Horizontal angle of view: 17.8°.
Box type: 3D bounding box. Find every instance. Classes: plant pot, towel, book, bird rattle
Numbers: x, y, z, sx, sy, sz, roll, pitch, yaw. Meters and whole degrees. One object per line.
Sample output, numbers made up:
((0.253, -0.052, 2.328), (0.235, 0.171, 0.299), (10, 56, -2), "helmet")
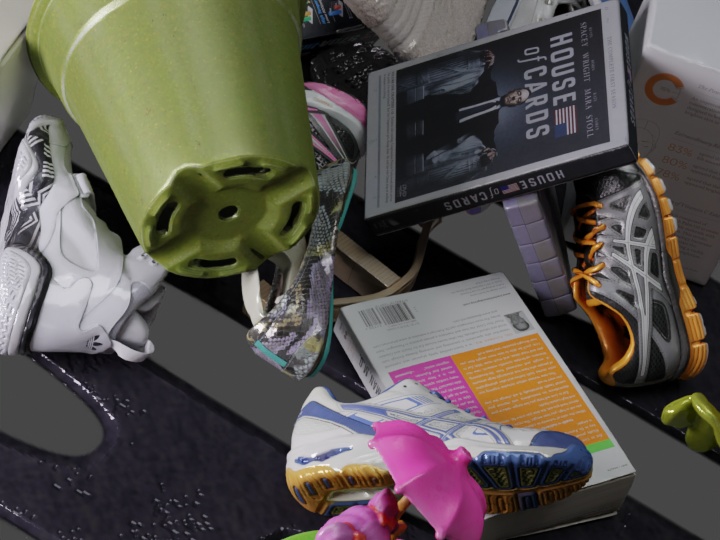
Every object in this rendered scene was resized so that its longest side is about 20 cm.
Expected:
((-0.109, -0.102, 1.550), (0.200, 0.200, 0.190), (-2, 51, -23), "plant pot")
((0.049, -0.234, 1.864), (0.133, 0.034, 0.200), (45, 35, -21), "towel")
((0.083, 0.092, 1.595), (0.133, 0.048, 0.200), (-11, 51, -25), "book")
((0.324, 0.097, 1.610), (0.200, 0.163, 0.113), (-24, 77, -26), "bird rattle")

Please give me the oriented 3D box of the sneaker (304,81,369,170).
((-0.092, -0.109, 1.708), (0.200, 0.080, 0.086), (16, 56, 5), "sneaker")

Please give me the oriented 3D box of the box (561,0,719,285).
((0.242, -0.105, 1.738), (0.124, 0.200, 0.098), (18, 43, -4), "box")

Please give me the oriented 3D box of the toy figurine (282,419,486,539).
((-0.003, 0.173, 1.379), (0.200, 0.184, 0.150), (-22, 58, -36), "toy figurine")

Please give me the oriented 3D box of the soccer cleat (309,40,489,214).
((0.030, -0.110, 1.772), (0.068, 0.073, 0.200), (-35, 46, -20), "soccer cleat")

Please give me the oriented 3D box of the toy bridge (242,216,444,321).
((0.000, 0.000, 1.666), (0.067, 0.027, 0.200), (39, 47, 17), "toy bridge")

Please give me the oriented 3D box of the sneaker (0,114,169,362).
((-0.189, -0.017, 1.581), (0.115, 0.075, 0.200), (12, 48, -12), "sneaker")

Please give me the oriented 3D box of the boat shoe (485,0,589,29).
((0.156, -0.214, 1.907), (0.086, 0.075, 0.202), (23, 46, 2), "boat shoe")

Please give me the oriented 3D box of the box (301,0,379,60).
((-0.081, -0.262, 1.834), (0.159, 0.046, 0.200), (-15, 76, -33), "box")

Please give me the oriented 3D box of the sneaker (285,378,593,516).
((0.051, 0.107, 1.504), (0.200, 0.075, 0.088), (0, 54, 5), "sneaker")

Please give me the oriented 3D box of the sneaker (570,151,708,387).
((0.186, -0.008, 1.669), (0.077, 0.078, 0.200), (-19, 88, -22), "sneaker")

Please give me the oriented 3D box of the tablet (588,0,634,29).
((0.205, -0.232, 1.929), (0.014, 0.130, 0.200), (-26, 47, 16), "tablet")

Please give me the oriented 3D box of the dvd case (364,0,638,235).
((0.098, -0.111, 1.654), (0.200, 0.025, 0.150), (-16, 46, 19), "dvd case")

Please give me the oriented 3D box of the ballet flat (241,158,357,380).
((-0.045, -0.015, 1.590), (0.072, 0.072, 0.200), (15, 46, -7), "ballet flat")

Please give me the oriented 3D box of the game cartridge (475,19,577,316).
((0.122, -0.076, 1.722), (0.038, 0.130, 0.200), (-12, 46, 6), "game cartridge")

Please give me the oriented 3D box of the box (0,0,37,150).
((-0.332, -0.167, 1.631), (0.200, 0.128, 0.109), (24, 42, 2), "box")
